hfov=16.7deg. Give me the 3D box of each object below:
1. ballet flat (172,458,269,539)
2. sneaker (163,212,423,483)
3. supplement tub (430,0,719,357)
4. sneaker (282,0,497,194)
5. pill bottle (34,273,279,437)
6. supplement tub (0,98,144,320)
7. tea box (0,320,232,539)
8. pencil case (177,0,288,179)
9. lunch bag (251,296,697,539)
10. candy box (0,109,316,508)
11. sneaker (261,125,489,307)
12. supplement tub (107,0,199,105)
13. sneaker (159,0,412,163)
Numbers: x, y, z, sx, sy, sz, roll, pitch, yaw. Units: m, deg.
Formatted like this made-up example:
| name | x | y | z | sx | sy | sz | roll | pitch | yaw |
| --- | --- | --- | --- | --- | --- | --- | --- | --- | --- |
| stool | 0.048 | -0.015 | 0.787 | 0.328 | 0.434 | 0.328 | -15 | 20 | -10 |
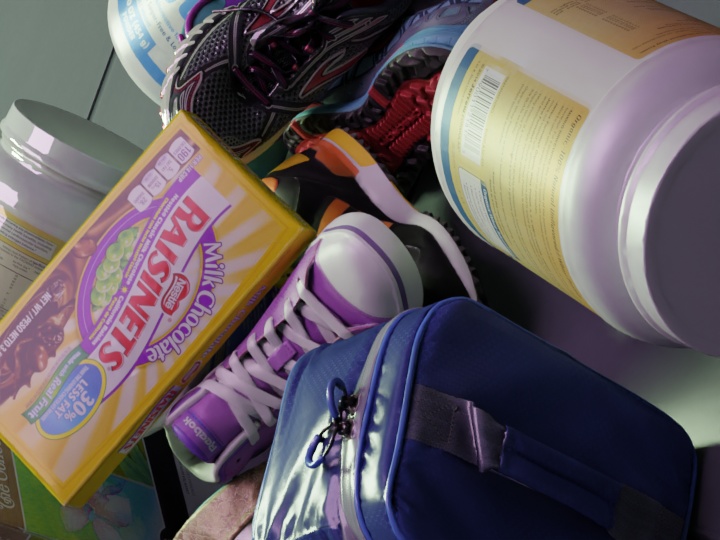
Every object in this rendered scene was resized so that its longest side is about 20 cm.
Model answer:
| name | x | y | z | sx | sy | sz | roll | pitch | yaw |
| --- | --- | --- | --- | --- | --- | --- | --- | --- | --- |
| ballet flat | -0.026 | 0.128 | 1.331 | 0.200 | 0.070 | 0.065 | -42 | 39 | 9 |
| sneaker | -0.041 | 0.054 | 1.301 | 0.114 | 0.073 | 0.201 | -39 | -10 | -37 |
| supplement tub | 0.134 | -0.049 | 1.147 | 0.145 | 0.144 | 0.200 | -65 | 30 | 7 |
| sneaker | 0.031 | -0.105 | 1.444 | 0.200 | 0.079 | 0.096 | -26 | 25 | 54 |
| pill bottle | -0.108 | 0.024 | 1.446 | 0.112 | 0.112 | 0.200 | -55 | -11 | 22 |
| supplement tub | -0.229 | -0.003 | 1.710 | 0.201 | 0.145 | 0.145 | -63 | 31 | 11 |
| tea box | -0.184 | 0.156 | 1.486 | 0.134 | 0.196 | 0.200 | -54 | 34 | 24 |
| pencil case | -0.091 | -0.085 | 1.535 | 0.200 | 0.092 | 0.086 | 115 | 141 | -51 |
| lunch bag | 0.054 | 0.100 | 1.131 | 0.132 | 0.199 | 0.137 | -22 | 48 | 48 |
| candy box | -0.124 | 0.021 | 1.322 | 0.102 | 0.026 | 0.200 | 43 | 96 | 17 |
| sneaker | 0.000 | 0.000 | 1.359 | 0.090 | 0.070 | 0.200 | -29 | 42 | -11 |
| supplement tub | -0.061 | -0.193 | 1.568 | 0.200 | 0.131 | 0.133 | -39 | 41 | 43 |
| sneaker | -0.037 | -0.139 | 1.409 | 0.200 | 0.081 | 0.075 | -48 | 14 | -16 |
